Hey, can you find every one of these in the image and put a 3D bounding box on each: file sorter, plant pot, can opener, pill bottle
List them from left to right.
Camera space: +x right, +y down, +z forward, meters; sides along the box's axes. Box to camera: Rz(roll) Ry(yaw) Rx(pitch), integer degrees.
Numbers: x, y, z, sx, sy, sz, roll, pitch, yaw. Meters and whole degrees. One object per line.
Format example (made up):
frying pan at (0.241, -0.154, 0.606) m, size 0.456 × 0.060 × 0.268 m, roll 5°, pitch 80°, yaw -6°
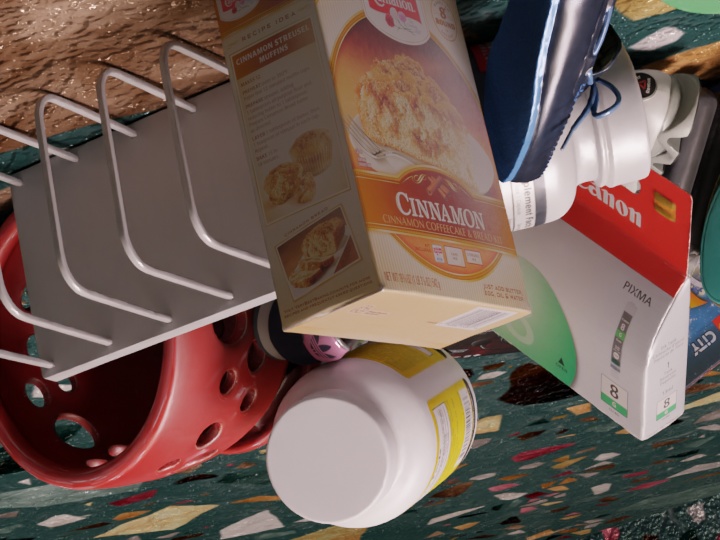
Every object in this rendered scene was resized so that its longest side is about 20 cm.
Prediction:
file sorter at (-0.153, -0.036, 1.405) m, size 0.199 × 0.139 × 0.124 m, roll -21°, pitch 160°, yaw 25°
plant pot at (-0.138, 0.045, 1.589) m, size 0.200 × 0.201 × 0.182 m, roll -24°, pitch 164°, yaw 36°
pill bottle at (0.005, 0.108, 1.543) m, size 0.111 × 0.112 × 0.200 m, roll -18°, pitch 180°, yaw 16°
pill bottle at (0.074, -0.081, 1.464) m, size 0.199 × 0.120 × 0.120 m, roll -13°, pitch 165°, yaw -3°
can opener at (0.215, -0.036, 1.647) m, size 0.053 × 0.201 × 0.067 m, roll 8°, pitch -164°, yaw -25°

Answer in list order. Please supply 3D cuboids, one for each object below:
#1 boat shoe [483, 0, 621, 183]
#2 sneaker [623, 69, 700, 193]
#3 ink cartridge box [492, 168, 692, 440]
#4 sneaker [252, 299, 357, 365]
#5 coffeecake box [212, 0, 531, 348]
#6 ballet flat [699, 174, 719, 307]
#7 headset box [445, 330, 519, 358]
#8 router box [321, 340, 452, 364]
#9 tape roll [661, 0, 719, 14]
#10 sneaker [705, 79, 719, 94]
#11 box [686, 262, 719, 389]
boat shoe at (0.121, -0.125, 1.326) m, size 0.068 × 0.084 × 0.200 m, roll -7°, pitch 143°, yaw -19°
sneaker at (0.165, -0.083, 1.625) m, size 0.088 × 0.074 × 0.200 m, roll 12°, pitch 147°, yaw -6°
ink cartridge box at (0.153, -0.002, 1.582) m, size 0.050 × 0.161 × 0.201 m, roll -32°, pitch 139°, yaw -25°
sneaker at (0.018, -0.014, 1.532) m, size 0.082 × 0.200 × 0.070 m, roll 8°, pitch 145°, yaw 53°
coffeecake box at (0.007, -0.066, 1.310) m, size 0.073 × 0.201 × 0.153 m, roll -23°, pitch 162°, yaw 32°
ballet flat at (0.282, -0.070, 1.594) m, size 0.070 × 0.201 × 0.071 m, roll 7°, pitch -162°, yaw -2°
headset box at (0.142, 0.006, 1.909) m, size 0.148 × 0.075 × 0.200 m, roll -5°, pitch 163°, yaw -25°
router box at (-0.044, 0.043, 1.764) m, size 0.157 × 0.052 × 0.200 m, roll 27°, pitch -174°, yaw 30°
tape roll at (0.254, -0.206, 1.307) m, size 0.199 × 0.048 × 0.201 m, roll -13°, pitch 164°, yaw -4°
sneaker at (0.251, -0.086, 1.676) m, size 0.200 × 0.079 × 0.066 m, roll -23°, pitch 164°, yaw 36°
box at (0.237, 0.005, 1.736) m, size 0.200 × 0.137 × 0.038 m, roll -36°, pitch 171°, yaw -16°
